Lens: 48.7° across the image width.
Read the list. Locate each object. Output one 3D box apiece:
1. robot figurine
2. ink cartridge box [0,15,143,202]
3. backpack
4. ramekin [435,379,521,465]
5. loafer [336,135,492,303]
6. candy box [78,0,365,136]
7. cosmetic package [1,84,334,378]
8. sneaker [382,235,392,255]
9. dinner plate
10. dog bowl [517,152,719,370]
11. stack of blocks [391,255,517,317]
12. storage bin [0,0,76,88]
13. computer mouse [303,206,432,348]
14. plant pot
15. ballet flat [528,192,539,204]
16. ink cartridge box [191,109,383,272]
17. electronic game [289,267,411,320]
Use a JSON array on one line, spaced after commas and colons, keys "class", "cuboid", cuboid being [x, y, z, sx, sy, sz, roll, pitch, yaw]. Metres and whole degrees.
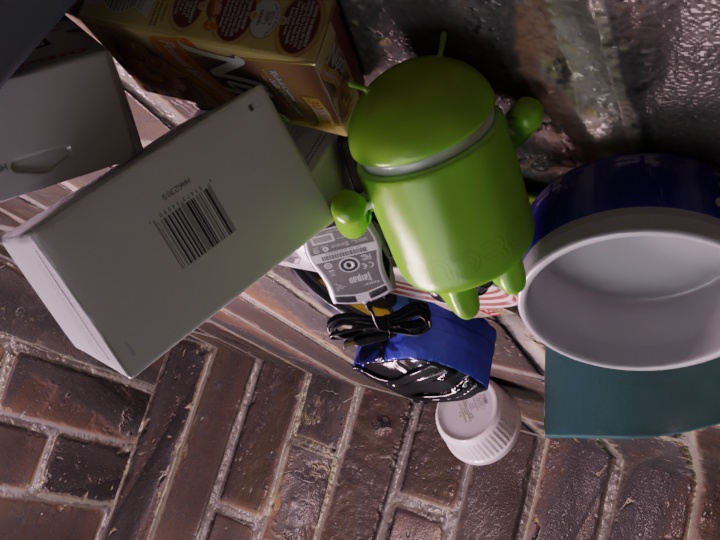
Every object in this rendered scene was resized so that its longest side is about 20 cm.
[{"class": "robot figurine", "cuboid": [0.062, -0.067, 0.596, 0.203, 0.173, 0.116, 64, 178, -28]}, {"class": "ink cartridge box", "cuboid": [-0.276, -0.136, 0.641, 0.199, 0.144, 0.086, 37, 145, 53]}, {"class": "backpack", "cuboid": [0.102, 0.104, 1.193, 0.160, 0.172, 0.199, 21, 162, -27]}, {"class": "ramekin", "cuboid": [0.270, 0.344, 1.876, 0.197, 0.203, 0.105, 7, 154, 39]}, {"class": "loafer", "cuboid": [0.056, -0.059, 0.726, 0.201, 0.073, 0.072, 50, 159, -16]}, {"class": "candy box", "cuboid": [-0.103, -0.172, 0.622, 0.196, 0.057, 0.116, 16, 168, 15]}, {"class": "cosmetic package", "cuboid": [-0.161, -0.032, 0.645, 0.199, 0.198, 0.125, 4, 129, 59]}, {"class": "sneaker", "cuboid": [-0.006, -0.050, 0.927, 0.073, 0.081, 0.199, 22, 168, -26]}, {"class": "dinner plate", "cuboid": [0.081, 0.011, 0.883, 0.195, 0.025, 0.200, 9, 171, 1]}, {"class": "dog bowl", "cuboid": [0.231, -0.001, 0.663, 0.195, 0.080, 0.202, 8, 145, 6]}, {"class": "stack of blocks", "cuboid": [0.096, -0.004, 1.013, 0.197, 0.060, 0.115, 24, 165, -21]}, {"class": "storage bin", "cuboid": [-0.267, -0.208, 0.474, 0.144, 0.136, 0.200, 32, 173, 25]}, {"class": "computer mouse", "cuboid": [0.000, 0.000, 0.761, 0.107, 0.045, 0.202, -11, 137, 9]}, {"class": "plant pot", "cuboid": [0.319, 0.109, 0.928, 0.195, 0.145, 0.141, 1, -168, 17]}, {"class": "ballet flat", "cuboid": [0.138, -0.049, 0.761, 0.195, 0.068, 0.067, 16, 167, 11]}, {"class": "ink cartridge box", "cuboid": [-0.088, -0.080, 0.823, 0.196, 0.085, 0.146, 10, 145, 32]}, {"class": "electronic game", "cuboid": [-0.015, 0.005, 1.010, 0.197, 0.042, 0.201, 31, -158, -14]}]
